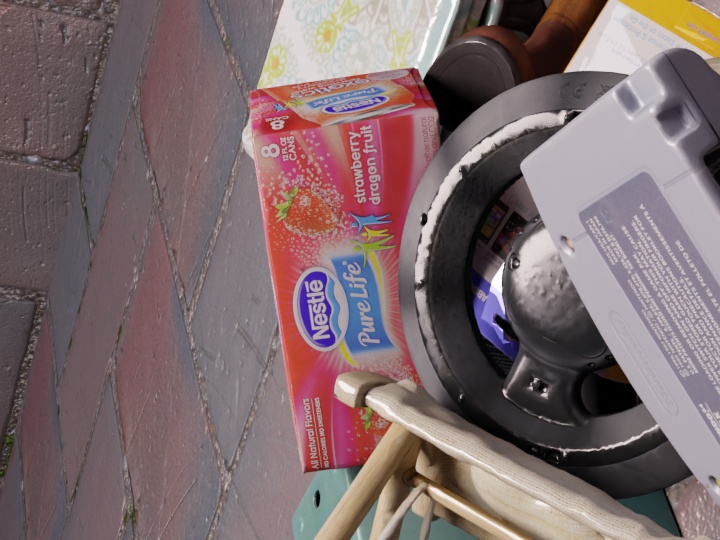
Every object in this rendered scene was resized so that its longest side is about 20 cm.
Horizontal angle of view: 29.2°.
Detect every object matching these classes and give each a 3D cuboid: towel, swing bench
[{"bbox_3d":[0.004,-0.132,0.913,0.171,0.048,0.202,40,118,43],"label":"towel"},{"bbox_3d":[0.059,0.177,0.623,0.198,0.129,0.202,26,92,36],"label":"swing bench"}]

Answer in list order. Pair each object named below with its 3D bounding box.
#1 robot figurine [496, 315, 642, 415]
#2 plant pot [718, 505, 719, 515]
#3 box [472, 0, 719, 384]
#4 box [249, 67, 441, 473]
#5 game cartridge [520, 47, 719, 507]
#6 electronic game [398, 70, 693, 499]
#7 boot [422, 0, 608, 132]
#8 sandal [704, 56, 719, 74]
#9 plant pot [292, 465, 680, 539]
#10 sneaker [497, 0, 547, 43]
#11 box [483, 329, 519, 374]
[{"bbox_3d":[0.155,-0.004,0.782,0.125,0.149,0.202,131,143,-74],"label":"robot figurine"},{"bbox_3d":[0.245,0.077,0.577,0.201,0.092,0.203,-171,90,-69],"label":"plant pot"},{"bbox_3d":[0.133,-0.039,0.708,0.119,0.041,0.201,42,109,37],"label":"box"},{"bbox_3d":[0.000,0.000,0.766,0.096,0.099,0.202,-101,4,-68],"label":"box"},{"bbox_3d":[0.141,0.022,0.539,0.201,0.041,0.133,59,157,2],"label":"game cartridge"},{"bbox_3d":[0.105,0.007,0.653,0.198,0.041,0.202,2,94,32],"label":"electronic game"},{"bbox_3d":[0.123,-0.146,0.827,0.201,0.068,0.189,-53,-23,-14],"label":"boot"},{"bbox_3d":[0.172,-0.024,0.534,0.081,0.054,0.200,-51,47,18],"label":"sandal"},{"bbox_3d":[0.068,0.168,0.842,0.142,0.198,0.142,-103,30,-43],"label":"plant pot"},{"bbox_3d":[0.094,-0.185,0.968,0.201,0.075,0.114,61,180,-22],"label":"sneaker"},{"bbox_3d":[0.079,0.020,0.991,0.200,0.106,0.150,136,138,-56],"label":"box"}]
